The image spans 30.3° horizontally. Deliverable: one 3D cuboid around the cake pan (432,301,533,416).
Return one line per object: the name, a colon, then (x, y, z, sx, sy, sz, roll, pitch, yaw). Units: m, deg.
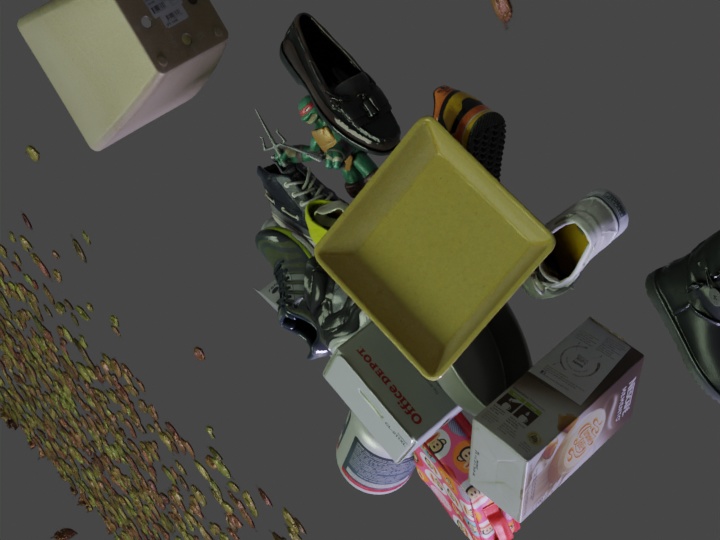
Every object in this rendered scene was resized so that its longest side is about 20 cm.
cake pan: (0.126, 0.080, 1.502, 0.037, 0.200, 0.201, -30, 95, 30)

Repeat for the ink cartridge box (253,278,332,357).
ink cartridge box: (-0.080, 0.068, 1.904, 0.099, 0.039, 0.200, 45, 173, -29)

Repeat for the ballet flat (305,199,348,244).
ballet flat: (0.004, -0.048, 1.559, 0.199, 0.067, 0.067, 14, 140, 46)

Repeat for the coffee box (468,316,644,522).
coffee box: (0.211, 0.160, 1.440, 0.079, 0.199, 0.115, 35, 147, 29)

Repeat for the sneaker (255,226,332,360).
sneaker: (-0.081, 0.028, 1.723, 0.201, 0.080, 0.074, 52, 148, 18)

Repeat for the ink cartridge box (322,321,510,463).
ink cartridge box: (0.075, 0.110, 1.597, 0.146, 0.199, 0.083, 49, 151, 10)

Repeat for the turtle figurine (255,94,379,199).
turtle figurine: (-0.031, -0.142, 1.608, 0.200, 0.101, 0.150, 47, 169, -16)

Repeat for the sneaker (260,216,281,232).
sneaker: (-0.049, -0.017, 1.795, 0.200, 0.075, 0.115, 45, 150, 9)

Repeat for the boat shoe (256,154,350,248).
boat shoe: (-0.065, -0.090, 1.735, 0.199, 0.075, 0.093, 22, 145, 47)

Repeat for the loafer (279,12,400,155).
loafer: (-0.024, -0.218, 1.549, 0.200, 0.072, 0.063, 48, 147, 20)

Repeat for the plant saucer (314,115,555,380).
plant saucer: (0.080, -0.023, 1.390, 0.200, 0.048, 0.200, 46, 107, 19)

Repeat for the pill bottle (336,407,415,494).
pill bottle: (0.039, 0.221, 1.857, 0.120, 0.119, 0.201, 46, 151, 16)

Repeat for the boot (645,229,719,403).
boot: (0.368, 0.034, 1.220, 0.165, 0.065, 0.200, 52, 147, 2)

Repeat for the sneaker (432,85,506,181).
sneaker: (0.103, -0.115, 1.468, 0.090, 0.070, 0.201, 44, 146, 30)

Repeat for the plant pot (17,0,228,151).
plant pot: (-0.293, -0.308, 1.754, 0.176, 0.199, 0.201, -21, 103, 50)

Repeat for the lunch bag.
lunch bag: (0.144, 0.283, 1.748, 0.177, 0.081, 0.201, 51, 168, 33)

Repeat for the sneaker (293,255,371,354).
sneaker: (0.000, 0.000, 1.625, 0.114, 0.201, 0.075, 42, -167, 13)

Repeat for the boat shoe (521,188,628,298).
boat shoe: (0.202, -0.009, 1.397, 0.075, 0.086, 0.202, 53, 151, 5)
